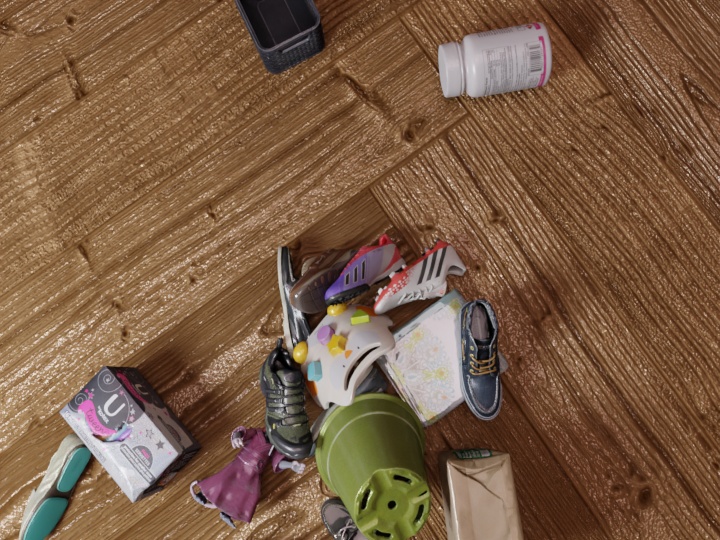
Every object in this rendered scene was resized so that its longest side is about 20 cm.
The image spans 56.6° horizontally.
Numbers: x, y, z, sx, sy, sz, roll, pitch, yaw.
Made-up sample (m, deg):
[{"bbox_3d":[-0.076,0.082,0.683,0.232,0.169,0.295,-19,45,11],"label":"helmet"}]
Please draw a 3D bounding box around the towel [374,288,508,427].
[{"bbox_3d":[0.140,0.158,1.200,0.198,0.048,0.173,-34,83,-4],"label":"towel"}]

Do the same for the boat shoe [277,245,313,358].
[{"bbox_3d":[-0.112,0.053,1.218,0.064,0.075,0.206,-8,80,-1],"label":"boat shoe"}]

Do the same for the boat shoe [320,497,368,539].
[{"bbox_3d":[0.008,0.470,1.142,0.200,0.057,0.067,44,84,9],"label":"boat shoe"}]

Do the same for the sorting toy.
[{"bbox_3d":[-0.016,0.145,1.131,0.107,0.179,0.201,43,82,-26],"label":"sorting toy"}]

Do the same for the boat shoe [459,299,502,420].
[{"bbox_3d":[0.203,0.151,1.130,0.069,0.091,0.207,-8,81,0],"label":"boat shoe"}]

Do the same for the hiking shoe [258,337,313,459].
[{"bbox_3d":[-0.128,0.218,1.139,0.074,0.102,0.203,-7,50,-25],"label":"hiking shoe"}]

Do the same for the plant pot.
[{"bbox_3d":[0.034,0.327,1.067,0.194,0.190,0.207,-2,102,-10],"label":"plant pot"}]

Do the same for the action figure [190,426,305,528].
[{"bbox_3d":[-0.188,0.342,1.171,0.133,0.148,0.202,40,63,-10],"label":"action figure"}]

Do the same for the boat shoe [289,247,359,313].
[{"bbox_3d":[-0.071,0.014,1.184,0.070,0.199,0.078,16,116,25],"label":"boat shoe"}]

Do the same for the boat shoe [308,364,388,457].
[{"bbox_3d":[-0.028,0.256,1.177,0.061,0.073,0.201,40,86,-8],"label":"boat shoe"}]

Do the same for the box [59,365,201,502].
[{"bbox_3d":[-0.394,0.276,1.161,0.115,0.132,0.200,-44,81,-4],"label":"box"}]

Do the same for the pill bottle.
[{"bbox_3d":[0.250,-0.392,1.260,0.194,0.113,0.117,-9,79,1],"label":"pill bottle"}]

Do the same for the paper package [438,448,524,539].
[{"bbox_3d":[0.190,0.388,1.077,0.100,0.200,0.197,-8,78,1],"label":"paper package"}]

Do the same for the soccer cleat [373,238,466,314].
[{"bbox_3d":[0.107,0.025,1.195,0.199,0.069,0.085,-37,75,-26],"label":"soccer cleat"}]

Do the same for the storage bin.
[{"bbox_3d":[-0.166,-0.514,1.315,0.133,0.094,0.204,-26,80,-2],"label":"storage bin"}]

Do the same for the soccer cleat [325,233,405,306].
[{"bbox_3d":[0.000,0.000,1.181,0.198,0.068,0.075,-29,91,-42],"label":"soccer cleat"}]

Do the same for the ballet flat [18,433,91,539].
[{"bbox_3d":[-0.548,0.388,1.195,0.061,0.067,0.203,22,76,35],"label":"ballet flat"}]
